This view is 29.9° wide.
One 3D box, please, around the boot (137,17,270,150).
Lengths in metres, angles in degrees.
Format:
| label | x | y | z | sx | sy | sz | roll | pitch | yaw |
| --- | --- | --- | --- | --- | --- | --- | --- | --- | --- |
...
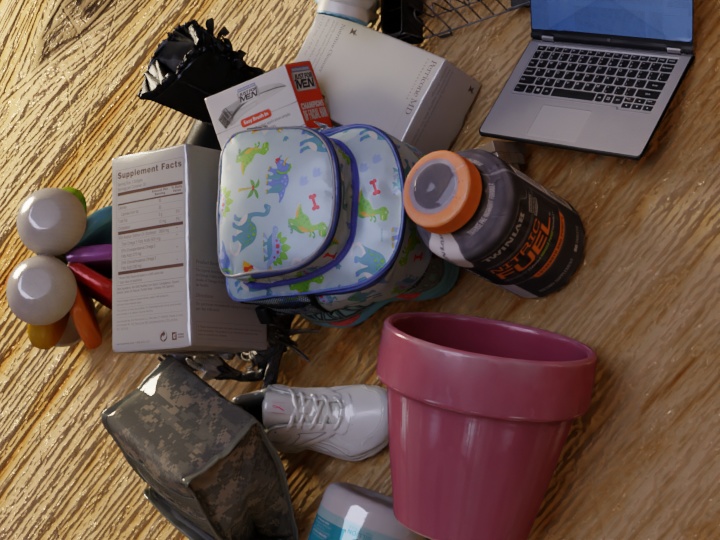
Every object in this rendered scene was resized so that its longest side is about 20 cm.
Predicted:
| label | x | y | z | sx | sy | sz | roll | pitch | yaw |
| --- | --- | --- | --- | --- | --- | --- | --- | --- | --- |
| boot | -0.190 | -0.186 | 1.562 | 0.198 | 0.162 | 0.074 | -47 | 52 | 16 |

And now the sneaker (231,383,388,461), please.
| label | x | y | z | sx | sy | sz | roll | pitch | yaw |
| --- | --- | --- | --- | --- | --- | --- | --- | --- | --- |
| sneaker | -0.053 | 0.153 | 1.389 | 0.199 | 0.099 | 0.079 | -10 | 69 | 35 |

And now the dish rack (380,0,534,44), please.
| label | x | y | z | sx | sy | sz | roll | pitch | yaw |
| --- | --- | --- | --- | --- | --- | --- | --- | --- | --- |
| dish rack | 0.116 | -0.332 | 1.444 | 0.199 | 0.054 | 0.155 | -11 | 70 | 35 |

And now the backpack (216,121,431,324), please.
| label | x | y | z | sx | sy | sz | roll | pitch | yaw |
| --- | --- | --- | --- | --- | --- | --- | --- | --- | --- |
| backpack | -0.037 | -0.052 | 1.290 | 0.198 | 0.147 | 0.185 | -5 | 77 | 25 |

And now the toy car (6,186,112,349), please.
| label | x | y | z | sx | sy | sz | roll | pitch | yaw |
| --- | --- | --- | --- | --- | --- | --- | --- | --- | --- |
| toy car | -0.335 | -0.001 | 1.637 | 0.148 | 0.175 | 0.202 | 4 | 75 | 3 |

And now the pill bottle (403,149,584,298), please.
| label | x | y | z | sx | sy | sz | roll | pitch | yaw |
| --- | --- | --- | --- | --- | --- | --- | --- | --- | --- |
| pill bottle | 0.120 | -0.047 | 1.255 | 0.105 | 0.199 | 0.107 | -12 | 69 | 33 |

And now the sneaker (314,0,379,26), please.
| label | x | y | z | sx | sy | sz | roll | pitch | yaw |
| --- | --- | --- | --- | --- | --- | --- | --- | --- | --- |
| sneaker | -0.008 | -0.318 | 1.470 | 0.200 | 0.076 | 0.082 | -101 | 25 | -74 |

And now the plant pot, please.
| label | x | y | z | sx | sy | sz | roll | pitch | yaw |
| --- | --- | --- | --- | --- | --- | --- | --- | --- | --- |
| plant pot | 0.104 | 0.145 | 1.227 | 0.199 | 0.199 | 0.181 | 16 | 101 | 39 |

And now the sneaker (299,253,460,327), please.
| label | x | y | z | sx | sy | sz | roll | pitch | yaw |
| --- | --- | --- | --- | --- | --- | --- | --- | --- | --- |
| sneaker | 0.000 | 0.000 | 1.400 | 0.199 | 0.095 | 0.080 | -20 | 65 | 31 |

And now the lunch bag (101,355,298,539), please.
| label | x | y | z | sx | sy | sz | roll | pitch | yaw |
| --- | --- | --- | --- | --- | --- | --- | --- | --- | --- |
| lunch bag | -0.156 | 0.214 | 1.395 | 0.117 | 0.201 | 0.164 | -41 | 45 | -20 |

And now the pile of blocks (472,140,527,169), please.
| label | x | y | z | sx | sy | sz | roll | pitch | yaw |
| --- | --- | --- | --- | --- | --- | --- | --- | --- | --- |
| pile of blocks | 0.078 | -0.075 | 1.376 | 0.198 | 0.082 | 0.063 | -15 | 81 | 17 |

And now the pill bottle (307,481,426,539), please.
| label | x | y | z | sx | sy | sz | roll | pitch | yaw |
| --- | --- | --- | --- | --- | --- | --- | --- | --- | --- |
| pill bottle | -0.013 | 0.315 | 1.300 | 0.110 | 0.110 | 0.202 | 17 | 87 | 39 |

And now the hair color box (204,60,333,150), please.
| label | x | y | z | sx | sy | sz | roll | pitch | yaw |
| --- | --- | --- | --- | --- | --- | --- | --- | --- | --- |
| hair color box | -0.077 | -0.108 | 1.436 | 0.110 | 0.064 | 0.202 | -17 | 94 | 29 |

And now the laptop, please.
| label | x | y | z | sx | sy | sz | roll | pitch | yaw |
| --- | --- | --- | --- | --- | --- | --- | --- | --- | --- |
| laptop | 0.212 | -0.229 | 1.292 | 0.186 | 0.116 | 0.201 | 14 | 64 | 40 |

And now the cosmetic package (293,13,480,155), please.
| label | x | y | z | sx | sy | sz | roll | pitch | yaw |
| --- | --- | --- | --- | --- | --- | --- | --- | --- | --- |
| cosmetic package | 0.018 | -0.195 | 1.458 | 0.199 | 0.081 | 0.114 | 27 | 91 | 41 |

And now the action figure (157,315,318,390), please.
| label | x | y | z | sx | sy | sz | roll | pitch | yaw |
| --- | --- | --- | --- | --- | --- | --- | --- | --- | --- |
| action figure | -0.146 | 0.072 | 1.488 | 0.199 | 0.102 | 0.120 | -3 | 68 | 39 |

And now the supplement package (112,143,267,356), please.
| label | x | y | z | sx | sy | sz | roll | pitch | yaw |
| --- | --- | --- | --- | --- | --- | --- | --- | --- | --- |
| supplement package | -0.175 | -0.017 | 1.380 | 0.117 | 0.116 | 0.202 | -7 | 81 | 38 |
